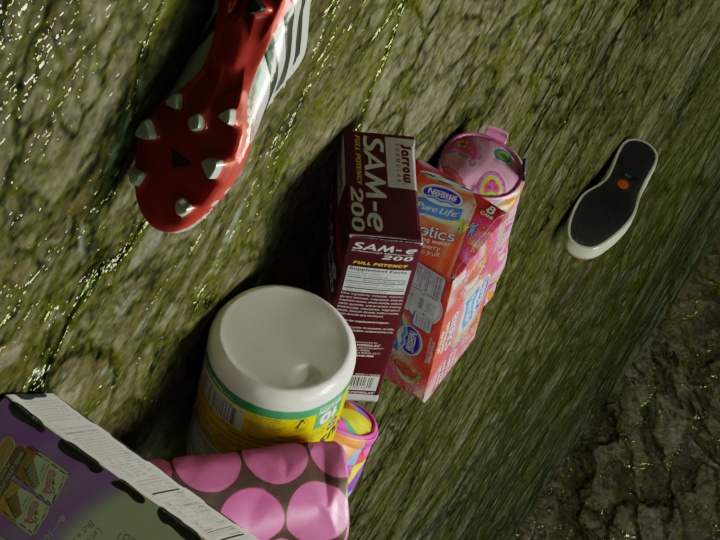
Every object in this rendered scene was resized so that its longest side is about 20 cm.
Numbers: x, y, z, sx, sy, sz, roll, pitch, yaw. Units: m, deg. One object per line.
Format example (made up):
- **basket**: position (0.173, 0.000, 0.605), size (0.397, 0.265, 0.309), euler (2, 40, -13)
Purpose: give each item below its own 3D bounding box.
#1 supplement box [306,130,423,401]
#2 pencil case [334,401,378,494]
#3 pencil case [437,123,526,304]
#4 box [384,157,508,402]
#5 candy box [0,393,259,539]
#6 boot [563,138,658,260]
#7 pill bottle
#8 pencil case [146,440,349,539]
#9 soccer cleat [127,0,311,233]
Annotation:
- **supplement box**: position (0.000, 0.000, 1.531), size (0.201, 0.060, 0.109), euler (105, -14, -48)
- **pencil case**: position (-0.057, 0.208, 1.813), size (0.201, 0.088, 0.088), euler (-63, 165, 19)
- **pencil case**: position (0.101, -0.044, 1.822), size (0.088, 0.087, 0.201), euler (-49, 162, -31)
- **box**: position (0.053, 0.011, 1.745), size (0.096, 0.099, 0.201), euler (-48, 162, -32)
- **candy box**: position (-0.167, 0.199, 1.203), size (0.169, 0.199, 0.071), euler (-59, 165, 7)
- **boot**: position (0.308, -0.056, 2.511), size (0.200, 0.072, 0.145), euler (-52, 166, -35)
- **pill bottle**: position (-0.074, 0.115, 1.513), size (0.113, 0.112, 0.201), euler (-45, 160, -40)
- **pencil case**: position (-0.106, 0.174, 1.412), size (0.094, 0.198, 0.092), euler (143, -57, -66)
- **soccer cleat**: position (-0.072, -0.113, 1.151), size (0.085, 0.068, 0.201), euler (-15, 130, -63)
